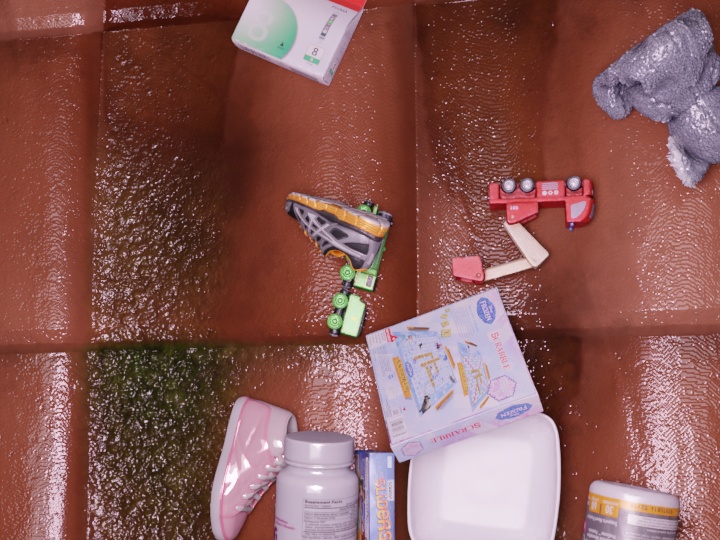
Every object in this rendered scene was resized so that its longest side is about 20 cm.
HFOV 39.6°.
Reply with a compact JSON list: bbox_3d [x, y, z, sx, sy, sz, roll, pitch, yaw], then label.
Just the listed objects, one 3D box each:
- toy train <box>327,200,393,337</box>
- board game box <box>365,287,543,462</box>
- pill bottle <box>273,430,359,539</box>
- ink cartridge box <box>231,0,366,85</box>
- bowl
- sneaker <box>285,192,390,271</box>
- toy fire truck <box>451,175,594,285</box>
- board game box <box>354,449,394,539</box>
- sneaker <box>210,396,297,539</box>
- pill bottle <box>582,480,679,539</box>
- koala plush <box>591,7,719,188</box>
[{"bbox_3d":[0.000,0.000,1.430,0.056,0.042,0.202,15,84,2],"label":"toy train"},{"bbox_3d":[0.119,0.135,1.329,0.197,0.041,0.201,-20,42,7],"label":"board game box"},{"bbox_3d":[-0.059,0.323,1.336,0.112,0.113,0.203,3,90,11],"label":"pill bottle"},{"bbox_3d":[-0.080,-0.400,1.503,0.160,0.050,0.202,24,88,13],"label":"ink cartridge box"},{"bbox_3d":[0.166,0.282,1.335,0.197,0.075,0.203,4,81,11],"label":"bowl"},{"bbox_3d":[-0.044,-0.059,1.400,0.199,0.078,0.078,25,105,48],"label":"sneaker"},{"bbox_3d":[0.226,-0.054,1.390,0.197,0.049,0.143,-1,81,9],"label":"toy fire truck"},{"bbox_3d":[0.018,0.341,1.320,0.034,0.135,0.203,1,82,-8],"label":"board game box"},{"bbox_3d":[-0.141,0.282,1.390,0.103,0.075,0.203,8,78,17],"label":"sneaker"},{"bbox_3d":[0.336,0.376,1.268,0.115,0.116,0.203,8,82,11],"label":"pill bottle"},{"bbox_3d":[0.436,-0.224,1.328,0.176,0.184,0.201,-34,89,4],"label":"koala plush"}]
